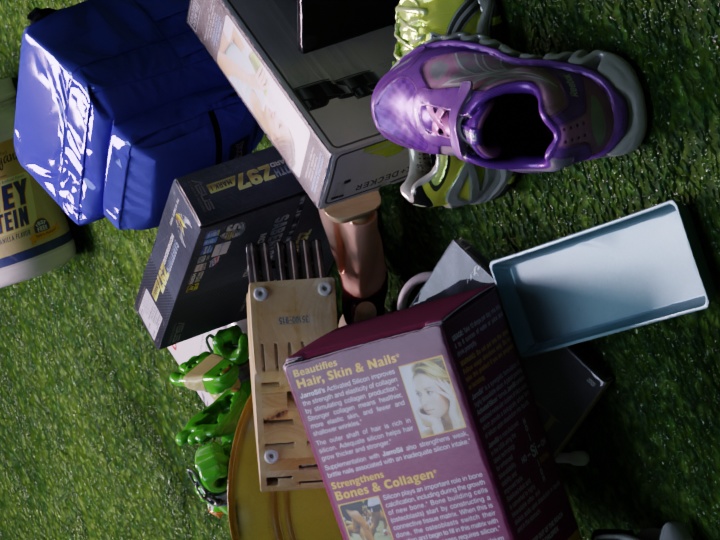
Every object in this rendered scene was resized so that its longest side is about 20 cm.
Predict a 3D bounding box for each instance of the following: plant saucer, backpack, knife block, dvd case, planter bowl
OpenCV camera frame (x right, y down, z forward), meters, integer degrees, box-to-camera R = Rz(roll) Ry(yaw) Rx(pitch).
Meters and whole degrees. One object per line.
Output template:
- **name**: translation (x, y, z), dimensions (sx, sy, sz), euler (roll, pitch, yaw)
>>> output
- **plant saucer**: translation (0.156, 0.006, 1.467), dimensions (0.200, 0.019, 0.070), euler (-20, 89, 57)
- **backpack**: translation (-0.153, -0.131, 1.800), dimensions (0.168, 0.199, 0.163), euler (46, 142, 22)
- **knife block**: translation (-0.050, 0.070, 1.679), dimensions (0.176, 0.063, 0.202), euler (102, 164, -78)
- **dvd case**: translation (0.072, 0.098, 1.607), dimensions (0.149, 0.016, 0.201), euler (43, 124, 17)
- **planter bowl**: translation (-0.011, 0.162, 1.737), dimensions (0.083, 0.200, 0.202), euler (1, 113, 33)

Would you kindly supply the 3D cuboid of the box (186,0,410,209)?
- **box**: translation (-0.027, -0.148, 1.634), dimensions (0.201, 0.116, 0.060), euler (56, 149, 28)

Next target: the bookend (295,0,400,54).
- **bookend**: translation (-0.053, -0.295, 1.599), dimensions (0.200, 0.092, 0.200), euler (46, 146, 41)

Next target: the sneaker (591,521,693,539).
- **sneaker**: translation (0.179, 0.240, 1.557), dimensions (0.200, 0.075, 0.116), euler (-51, 53, 39)

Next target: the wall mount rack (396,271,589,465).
- **wall mount rack**: translation (0.086, 0.094, 1.647), dimensions (0.173, 0.074, 0.201), euler (-21, 91, 34)

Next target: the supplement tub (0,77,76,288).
- **supplement tub**: translation (-0.390, -0.087, 2.354), dimensions (0.144, 0.144, 0.201), euler (0, 109, 63)

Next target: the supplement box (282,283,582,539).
- **supplement box**: translation (0.051, 0.128, 1.548), dimensions (0.130, 0.103, 0.201), euler (-15, 97, 29)

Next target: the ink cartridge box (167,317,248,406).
- **ink cartridge box**: translation (-0.084, 0.075, 1.945), dimensions (0.200, 0.082, 0.147), euler (54, 151, 28)

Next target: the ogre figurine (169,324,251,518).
- **ogre figurine**: translation (-0.093, 0.139, 1.786), dimensions (0.120, 0.098, 0.200), euler (65, 173, -26)

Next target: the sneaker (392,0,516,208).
- **sneaker**: translation (0.052, -0.136, 1.531), dimensions (0.075, 0.076, 0.202), euler (14, 120, 62)

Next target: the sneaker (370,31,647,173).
- **sneaker**: translation (0.078, -0.099, 1.432), dimensions (0.199, 0.088, 0.081), euler (6, 117, 40)

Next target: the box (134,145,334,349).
- **box**: translation (-0.086, -0.025, 1.788), dimensions (0.051, 0.157, 0.200), euler (59, 152, 19)

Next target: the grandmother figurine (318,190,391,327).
- **grandmother figurine**: translation (0.000, 0.000, 1.729), dimensions (0.201, 0.060, 0.122), euler (85, -165, -46)
